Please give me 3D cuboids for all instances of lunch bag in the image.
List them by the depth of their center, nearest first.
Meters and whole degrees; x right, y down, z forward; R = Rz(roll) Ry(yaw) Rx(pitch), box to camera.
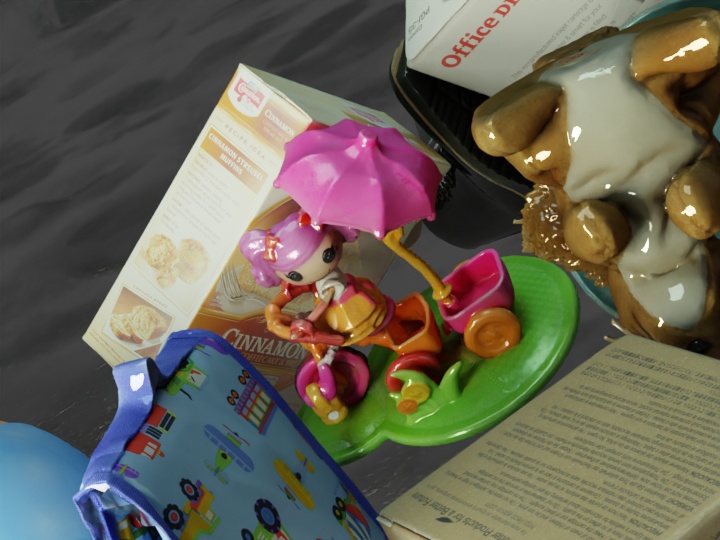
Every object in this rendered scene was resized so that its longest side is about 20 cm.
[{"bbox_3d":[-0.059,0.126,1.003,0.094,0.200,0.151,-20,19,24],"label":"lunch bag"}]

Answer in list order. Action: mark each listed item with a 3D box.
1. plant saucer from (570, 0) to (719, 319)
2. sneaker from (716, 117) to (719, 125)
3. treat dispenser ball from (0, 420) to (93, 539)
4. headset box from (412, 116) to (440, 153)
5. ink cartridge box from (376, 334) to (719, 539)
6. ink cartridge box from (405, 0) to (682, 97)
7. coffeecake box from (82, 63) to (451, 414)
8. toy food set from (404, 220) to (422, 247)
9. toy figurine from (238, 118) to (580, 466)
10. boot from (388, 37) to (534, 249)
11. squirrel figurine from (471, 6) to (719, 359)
[{"bbox_3d":[0.198,-0.061,1.242,0.200,0.200,0.036,-11,-16,44],"label":"plant saucer"},{"bbox_3d":[0.208,-0.061,1.316,0.200,0.070,0.076,-39,25,56],"label":"sneaker"},{"bbox_3d":[-0.206,0.174,1.098,0.201,0.201,0.201,-26,18,9],"label":"treat dispenser ball"},{"bbox_3d":[0.114,-0.143,1.613,0.149,0.075,0.200,-51,14,13],"label":"headset box"},{"bbox_3d":[0.124,0.114,0.970,0.165,0.075,0.200,-35,19,-15],"label":"ink cartridge box"},{"bbox_3d":[0.147,-0.166,1.325,0.147,0.200,0.083,-44,38,47],"label":"ink cartridge box"},{"bbox_3d":[-0.056,-0.013,1.324,0.073,0.153,0.200,40,105,34],"label":"coffeecake box"},{"bbox_3d":[-0.041,-0.048,1.621,0.200,0.049,0.198,-1,10,11],"label":"toy food set"},{"bbox_3d":[0.000,0.000,1.243,0.200,0.184,0.150,-29,33,11],"label":"toy figurine"},{"bbox_3d":[0.060,-0.073,1.423,0.138,0.200,0.078,-16,46,46],"label":"boot"},{"bbox_3d":[0.155,-0.035,1.163,0.141,0.187,0.200,-26,11,1],"label":"squirrel figurine"}]
